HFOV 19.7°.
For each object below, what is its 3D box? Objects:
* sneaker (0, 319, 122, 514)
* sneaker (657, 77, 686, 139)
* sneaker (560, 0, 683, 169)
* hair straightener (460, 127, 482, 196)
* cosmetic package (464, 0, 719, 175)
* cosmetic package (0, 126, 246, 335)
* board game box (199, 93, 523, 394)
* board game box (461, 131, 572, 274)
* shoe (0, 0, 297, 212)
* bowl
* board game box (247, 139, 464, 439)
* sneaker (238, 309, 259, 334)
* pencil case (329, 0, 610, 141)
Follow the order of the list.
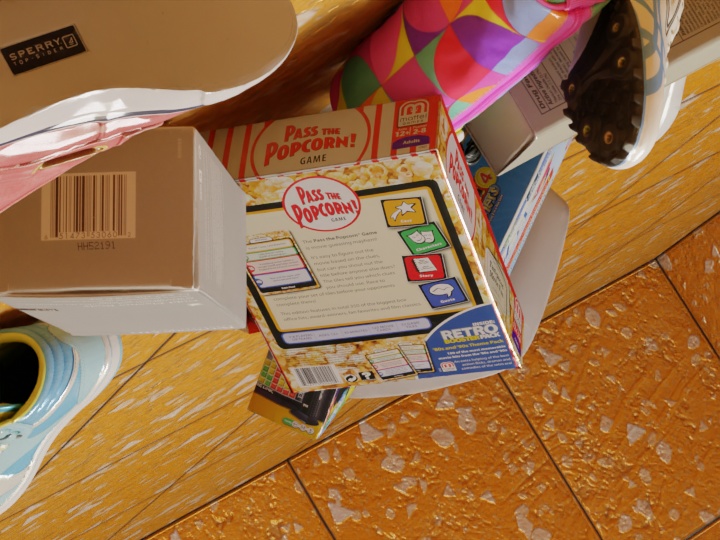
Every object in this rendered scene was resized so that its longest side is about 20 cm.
[{"bbox_3d":[-0.257,0.104,1.388,0.200,0.080,0.131,-52,166,16],"label":"sneaker"},{"bbox_3d":[0.189,-0.147,1.472,0.085,0.073,0.200,-20,152,-29],"label":"sneaker"},{"bbox_3d":[0.154,-0.133,1.164,0.072,0.072,0.200,-47,-151,41],"label":"sneaker"},{"bbox_3d":[0.055,-0.081,1.332,0.041,0.077,0.200,0,-142,22],"label":"hair straightener"},{"bbox_3d":[0.148,-0.152,1.298,0.200,0.104,0.073,-27,172,-23],"label":"cosmetic package"},{"bbox_3d":[-0.120,-0.016,1.060,0.107,0.090,0.200,-3,170,5],"label":"cosmetic package"},{"bbox_3d":[0.001,-0.009,1.224,0.151,0.046,0.200,-7,138,15],"label":"board game box"},{"bbox_3d":[0.101,-0.062,1.487,0.196,0.056,0.200,49,66,-82],"label":"board game box"},{"bbox_3d":[-0.126,-0.075,0.863,0.200,0.072,0.091,-20,168,-33],"label":"shoe"},{"bbox_3d":[0.057,0.000,1.677,0.200,0.075,0.200,-13,-140,36],"label":"bowl"},{"bbox_3d":[0.000,0.000,1.412,0.200,0.057,0.165,-50,161,-65],"label":"board game box"},{"bbox_3d":[-0.092,0.007,1.393,0.070,0.093,0.200,-30,172,-11],"label":"sneaker"},{"bbox_3d":[0.061,-0.128,1.172,0.088,0.088,0.200,-25,168,-39],"label":"pencil case"}]
